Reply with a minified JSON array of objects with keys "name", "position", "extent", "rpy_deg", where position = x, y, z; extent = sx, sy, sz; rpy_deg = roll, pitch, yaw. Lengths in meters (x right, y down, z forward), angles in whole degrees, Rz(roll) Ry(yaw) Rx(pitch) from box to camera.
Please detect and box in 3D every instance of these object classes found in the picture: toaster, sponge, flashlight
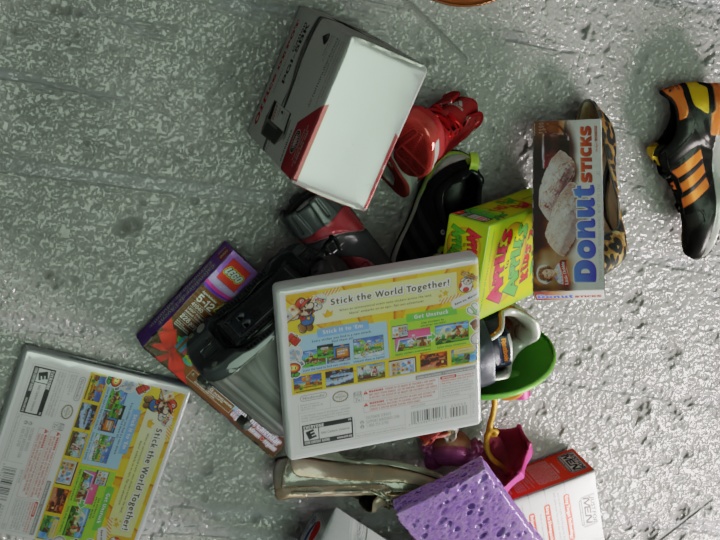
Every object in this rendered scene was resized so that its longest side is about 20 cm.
[{"name":"toaster","position":[-0.065,0.069,1.527],"extent":[0.200,0.114,0.129],"rpy_deg":[-44,120,-6]},{"name":"sponge","position":[0.132,0.295,1.675],"extent":[0.111,0.030,0.200],"rpy_deg":[-29,123,11]},{"name":"flashlight","position":[0.000,0.000,1.577],"extent":[0.067,0.068,0.200],"rpy_deg":[-23,112,38]}]

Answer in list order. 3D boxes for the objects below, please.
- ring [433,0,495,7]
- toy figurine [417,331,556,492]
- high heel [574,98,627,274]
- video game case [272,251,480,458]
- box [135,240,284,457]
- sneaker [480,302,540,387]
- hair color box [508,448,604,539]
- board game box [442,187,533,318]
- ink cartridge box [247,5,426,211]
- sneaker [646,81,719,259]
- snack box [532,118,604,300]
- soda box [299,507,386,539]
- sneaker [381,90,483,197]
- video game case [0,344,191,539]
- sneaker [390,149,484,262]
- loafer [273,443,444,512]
[{"name":"ring","position":[0.113,-0.365,1.534],"extent":[0.199,0.019,0.202],"rpy_deg":[-6,110,-17]},{"name":"toy figurine","position":[0.116,0.169,1.674],"extent":[0.198,0.150,0.185],"rpy_deg":[-3,121,4]},{"name":"high heel","position":[0.237,-0.084,1.592],"extent":[0.071,0.200,0.143],"rpy_deg":[-5,117,16]},{"name":"video game case","position":[0.019,0.082,1.471],"extent":[0.199,0.023,0.183],"rpy_deg":[-9,115,-13]},{"name":"box","position":[-0.116,0.084,1.595],"extent":[0.137,0.039,0.200],"rpy_deg":[-47,117,-1]},{"name":"sneaker","position":[0.104,0.083,1.563],"extent":[0.200,0.079,0.079],"rpy_deg":[-33,127,-36]},{"name":"hair color box","position":[0.176,0.291,1.762],"extent":[0.199,0.061,0.102],"rpy_deg":[-17,114,-13]},{"name":"board game box","position":[0.148,-0.019,1.586],"extent":[0.200,0.047,0.102],"rpy_deg":[-20,123,-58]},{"name":"ink cartridge box","position":[-0.028,-0.159,1.454],"extent":[0.082,0.200,0.148],"rpy_deg":[20,100,-21]},{"name":"sneaker","position":[0.357,-0.112,1.692],"extent":[0.089,0.070,0.202],"rpy_deg":[2,108,-5]},{"name":"snack box","position":[0.211,-0.064,1.550],"extent":[0.071,0.201,0.024],"rpy_deg":[-1,152,9]},{"name":"soda box","position":[0.024,0.339,1.666],"extent":[0.199,0.063,0.069],"rpy_deg":[35,64,-14]},{"name":"sneaker","position":[0.070,-0.149,1.513],"extent":[0.078,0.200,0.116],"rpy_deg":[45,78,-1]},{"name":"video game case","position":[-0.290,0.189,1.579],"extent":[0.181,0.023,0.201],"rpy_deg":[16,101,-24]},{"name":"sneaker","position":[0.083,-0.031,1.603],"extent":[0.071,0.083,0.201],"rpy_deg":[6,106,-21]},{"name":"loafer","position":[-0.003,0.237,1.665],"extent":[0.199,0.072,0.063],"rpy_deg":[14,68,-17]}]
